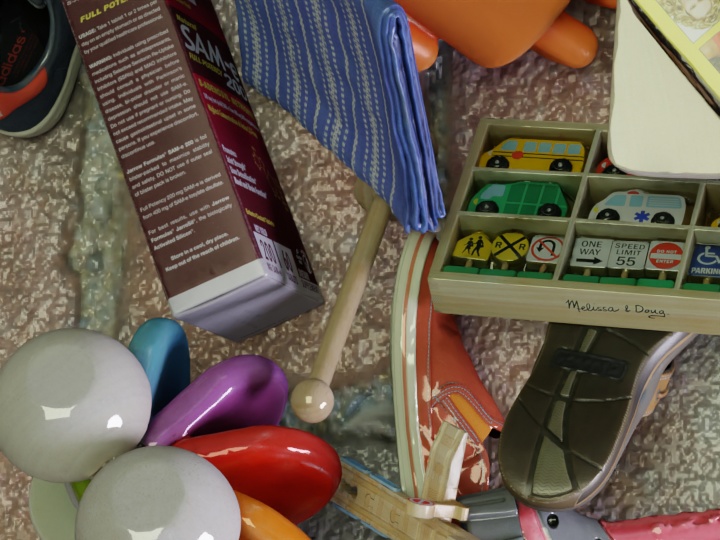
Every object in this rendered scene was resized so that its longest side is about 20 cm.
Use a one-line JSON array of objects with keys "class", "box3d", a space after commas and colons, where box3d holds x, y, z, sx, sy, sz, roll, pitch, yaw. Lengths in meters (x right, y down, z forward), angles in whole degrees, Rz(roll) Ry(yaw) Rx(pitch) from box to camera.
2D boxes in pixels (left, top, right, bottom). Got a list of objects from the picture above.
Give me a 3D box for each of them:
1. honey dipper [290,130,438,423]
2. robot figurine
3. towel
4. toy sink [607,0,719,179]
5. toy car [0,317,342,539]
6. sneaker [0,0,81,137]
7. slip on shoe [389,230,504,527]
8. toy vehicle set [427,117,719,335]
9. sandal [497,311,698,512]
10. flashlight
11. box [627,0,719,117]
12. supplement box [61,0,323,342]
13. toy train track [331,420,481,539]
[{"class": "honey dipper", "box3d": [0.000, 0.000, 1.498, 0.038, 0.038, 0.201, 5, 47, 17]}, {"class": "robot figurine", "box3d": [0.051, -0.185, 1.506, 0.200, 0.117, 0.144, 35, 130, -14]}, {"class": "towel", "box3d": [-0.023, -0.117, 1.494, 0.024, 0.145, 0.200, -27, 41, -19]}, {"class": "toy sink", "box3d": [0.207, -0.137, 1.478, 0.129, 0.112, 0.202, 1, 81, 17]}, {"class": "toy car", "box3d": [-0.091, 0.107, 1.468, 0.150, 0.175, 0.200, -33, 62, -12]}, {"class": "sneaker", "box3d": [-0.184, -0.179, 1.612, 0.074, 0.084, 0.201, 8, 83, 17]}, {"class": "slip on shoe", "box3d": [0.047, 0.078, 1.514, 0.061, 0.074, 0.202, -6, 82, 1]}, {"class": "toy vehicle set", "box3d": [0.146, -0.024, 1.486, 0.199, 0.027, 0.125, 4, 47, 16]}, {"class": "sandal", "box3d": [0.133, 0.054, 1.472, 0.081, 0.055, 0.201, 13, 52, 23]}, {"class": "flashlight", "box3d": [0.149, 0.133, 1.450, 0.199, 0.068, 0.068, -9, 56, -2]}, {"class": "box", "box3d": [0.204, -0.078, 1.373, 0.050, 0.075, 0.200, -40, 72, 4]}, {"class": "supplement box", "box3d": [-0.093, -0.069, 1.555, 0.061, 0.109, 0.201, -24, 76, 11]}, {"class": "toy train track", "box3d": [0.006, 0.124, 1.468, 0.200, 0.032, 0.116, 25, 107, 60]}]
